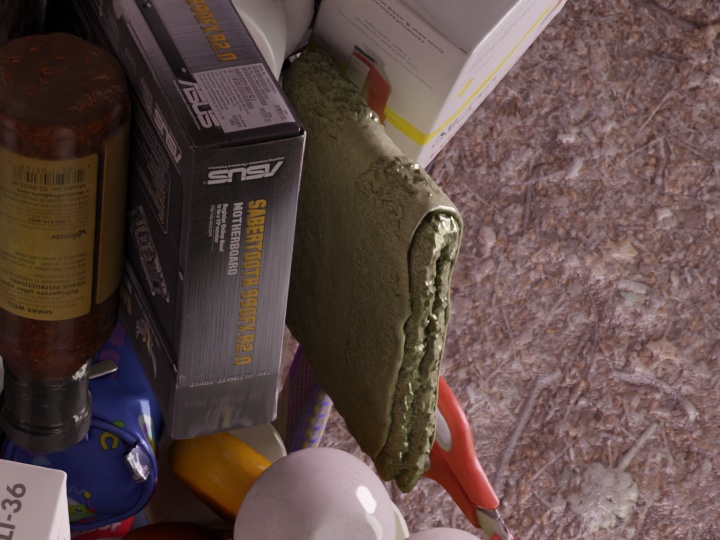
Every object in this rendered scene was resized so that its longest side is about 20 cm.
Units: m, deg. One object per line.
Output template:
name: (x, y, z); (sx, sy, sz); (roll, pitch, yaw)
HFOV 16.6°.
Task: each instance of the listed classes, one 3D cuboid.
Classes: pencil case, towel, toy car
pencil case: (-0.123, 0.036, 1.245); (0.200, 0.078, 0.087); (-78, 169, -47)
towel: (0.000, 0.000, 1.227); (0.148, 0.036, 0.200); (54, -26, 37)
towel: (-0.014, 0.038, 1.397); (0.144, 0.023, 0.200); (-94, -157, -69)
toy car: (-0.035, 0.167, 1.245); (0.150, 0.200, 0.175); (-59, -152, -8)

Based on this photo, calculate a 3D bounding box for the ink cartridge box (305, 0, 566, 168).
ink cartridge box: (0.050, -0.143, 1.229); (0.145, 0.083, 0.200); (-49, 176, -18)

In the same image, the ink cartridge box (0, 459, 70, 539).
ink cartridge box: (-0.156, 0.147, 0.962); (0.200, 0.067, 0.117); (96, 4, -61)

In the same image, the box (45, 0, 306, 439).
box: (-0.084, -0.053, 1.047); (0.200, 0.048, 0.158); (-120, -154, -43)

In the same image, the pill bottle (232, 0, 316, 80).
pill bottle: (-0.072, -0.164, 1.216); (0.114, 0.114, 0.200); (98, 3, -45)

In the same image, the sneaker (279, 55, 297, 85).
sneaker: (-0.079, -0.131, 1.436); (0.088, 0.075, 0.200); (59, -6, -31)

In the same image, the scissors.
scissors: (0.065, 0.123, 1.239); (0.200, 0.014, 0.073); (53, -32, 33)

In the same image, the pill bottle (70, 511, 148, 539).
pill bottle: (-0.122, 0.179, 1.356); (0.200, 0.119, 0.120); (-78, 177, -62)

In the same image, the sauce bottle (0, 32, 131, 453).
sauce bottle: (-0.131, -0.005, 1.032); (0.066, 0.066, 0.200); (-78, 179, -49)

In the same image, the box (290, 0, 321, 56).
box: (-0.049, -0.208, 1.451); (0.158, 0.050, 0.200); (63, 6, -5)
